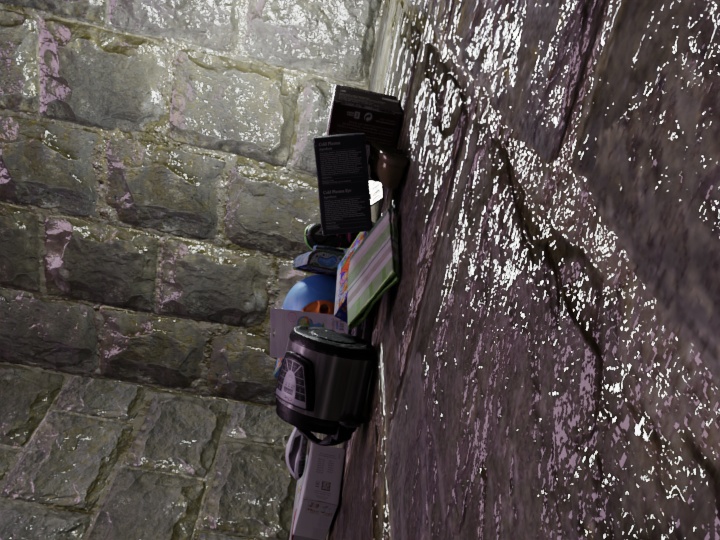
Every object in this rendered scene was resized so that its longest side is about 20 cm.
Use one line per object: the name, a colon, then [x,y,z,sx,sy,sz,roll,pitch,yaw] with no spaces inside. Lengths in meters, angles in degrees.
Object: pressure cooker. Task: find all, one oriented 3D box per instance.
pressure cooker: [-0.068,0.221,1.256,0.176,0.174,0.205,-86,9,-85]

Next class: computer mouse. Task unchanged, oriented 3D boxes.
computer mouse: [-0.151,0.393,1.603,0.110,0.043,0.205,59,-143,-72]

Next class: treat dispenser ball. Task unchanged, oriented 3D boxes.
treat dispenser ball: [-0.097,0.113,1.664,0.201,0.195,0.207,-170,90,-85]

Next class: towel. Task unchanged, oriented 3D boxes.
towel: [0.025,-0.004,1.207,0.150,0.030,0.202,-51,22,31]

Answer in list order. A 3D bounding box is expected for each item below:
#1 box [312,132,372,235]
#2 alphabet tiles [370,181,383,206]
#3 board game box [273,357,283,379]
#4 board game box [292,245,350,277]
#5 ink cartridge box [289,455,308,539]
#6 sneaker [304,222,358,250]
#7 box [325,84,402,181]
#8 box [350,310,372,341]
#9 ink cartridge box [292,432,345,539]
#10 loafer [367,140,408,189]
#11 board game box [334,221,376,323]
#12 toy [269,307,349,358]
box: [-0.035,-0.181,1.357,0.200,0.101,0.187,-99,3,-78]
alphabet tiles: [-0.012,-0.181,1.707,0.165,0.008,0.201,-32,24,17]
board game box: [-0.115,0.269,1.611,0.035,0.198,0.136,-50,12,12]
board game box: [-0.047,-0.020,1.636,0.199,0.195,0.063,167,113,-69]
ink cartridge box: [-0.134,0.618,1.779,0.203,0.081,0.148,-85,7,-47]
sneaker: [-0.056,-0.089,1.711,0.083,0.196,0.079,-23,71,51]
box: [0.000,-0.325,1.583,0.201,0.161,0.168,-92,12,-65]
box: [-0.004,0.160,1.432,0.144,0.035,0.205,108,169,-66]
ink cartridge box: [-0.092,0.489,1.541,0.202,0.082,0.178,105,175,-47]
loafer: [0.047,-0.209,1.322,0.200,0.074,0.069,-96,24,-74]
board game box: [0.000,0.000,1.396,0.136,0.044,0.201,-56,16,25]
toy: [-0.113,0.150,1.543,0.047,0.195,0.119,-18,-68,-66]
